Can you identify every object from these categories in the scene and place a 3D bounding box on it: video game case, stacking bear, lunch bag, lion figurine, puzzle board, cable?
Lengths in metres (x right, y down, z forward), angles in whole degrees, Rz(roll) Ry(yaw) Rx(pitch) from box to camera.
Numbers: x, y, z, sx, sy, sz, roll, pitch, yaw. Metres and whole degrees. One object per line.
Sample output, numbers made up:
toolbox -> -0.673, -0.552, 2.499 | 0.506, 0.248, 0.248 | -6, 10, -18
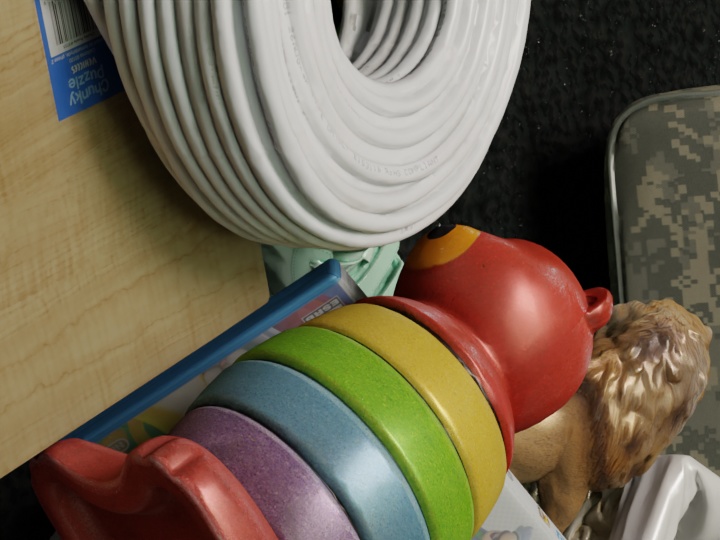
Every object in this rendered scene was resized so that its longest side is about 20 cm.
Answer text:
video game case -> -0.010, 0.105, 0.816 | 0.200, 0.143, 0.018 | 51, 15, -25
stacking bear -> 0.005, 0.055, 0.706 | 0.200, 0.121, 0.114 | -38, 106, -31
lunch bag -> 0.197, 0.011, 0.983 | 0.168, 0.138, 0.201 | 0, 85, -74
lion figurine -> 0.049, 0.064, 0.841 | 0.199, 0.073, 0.123 | 2, 128, -26
puzzle board -> -0.109, -0.018, 0.651 | 0.200, 0.017, 0.152 | -34, 124, -44
cable -> -0.008, -0.108, 0.692 | 0.200, 0.069, 0.201 | -53, 136, -37

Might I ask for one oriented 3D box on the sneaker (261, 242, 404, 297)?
sneaker -> 0.000, 0.000, 0.831 | 0.200, 0.118, 0.074 | 47, 58, -29

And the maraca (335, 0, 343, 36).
maraca -> 0.030, -0.145, 0.864 | 0.106, 0.137, 0.200 | 24, 55, 10

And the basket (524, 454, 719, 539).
basket -> 0.143, 0.187, 0.936 | 0.200, 0.123, 0.136 | 39, 63, -32

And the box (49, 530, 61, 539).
box -> -0.101, 0.206, 0.744 | 0.125, 0.097, 0.200 | 50, 58, -26
